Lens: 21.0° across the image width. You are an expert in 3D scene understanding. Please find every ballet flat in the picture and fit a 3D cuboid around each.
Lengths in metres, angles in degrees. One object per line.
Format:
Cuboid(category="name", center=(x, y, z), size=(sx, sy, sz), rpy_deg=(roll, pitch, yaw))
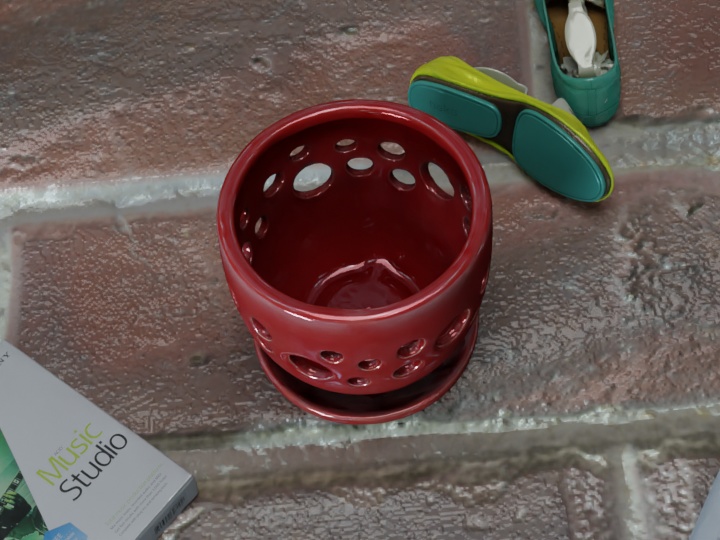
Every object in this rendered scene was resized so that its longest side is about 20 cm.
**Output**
Cuboid(category="ballet flat", center=(0.186, -0.218, 1.640), size=(0.067, 0.070, 0.201), rpy_deg=(-7, 58, 0))
Cuboid(category="ballet flat", center=(0.133, -0.125, 1.595), size=(0.200, 0.067, 0.067), rpy_deg=(28, 45, 21))

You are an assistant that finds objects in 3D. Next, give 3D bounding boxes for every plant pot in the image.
Cuboid(category="plant pot", center=(0.000, 0.000, 1.451), size=(0.200, 0.183, 0.201), rpy_deg=(-2, 59, 3))

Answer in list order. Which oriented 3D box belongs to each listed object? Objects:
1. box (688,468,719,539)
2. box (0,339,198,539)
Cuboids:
Cuboid(category="box", center=(0.320, 0.217, 1.341), size=(0.183, 0.105, 0.200), rpy_deg=(21, 62, 17))
Cuboid(category="box", center=(-0.243, 0.158, 1.456), size=(0.200, 0.036, 0.144), rpy_deg=(32, 65, 22))
